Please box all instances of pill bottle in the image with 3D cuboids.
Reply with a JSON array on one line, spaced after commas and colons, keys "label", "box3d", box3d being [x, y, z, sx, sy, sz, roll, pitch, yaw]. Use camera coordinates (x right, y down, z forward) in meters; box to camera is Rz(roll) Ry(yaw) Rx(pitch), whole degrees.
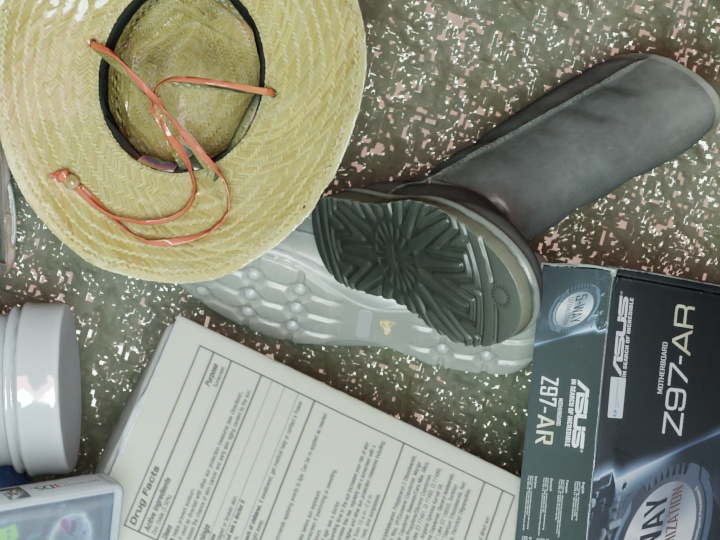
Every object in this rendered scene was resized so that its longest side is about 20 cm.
[{"label": "pill bottle", "box3d": [-0.239, 0.060, 1.321, 0.199, 0.109, 0.109, -2, 89, 2]}]

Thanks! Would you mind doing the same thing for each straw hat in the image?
[{"label": "straw hat", "box3d": [-0.087, -0.097, 1.369, 0.200, 0.085, 0.202, 0, 93, 7]}]

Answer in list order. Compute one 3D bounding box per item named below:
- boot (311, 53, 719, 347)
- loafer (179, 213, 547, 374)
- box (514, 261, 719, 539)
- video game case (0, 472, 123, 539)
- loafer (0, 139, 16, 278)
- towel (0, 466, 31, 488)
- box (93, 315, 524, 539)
[{"label": "boot", "box3d": [0.097, -0.040, 1.328, 0.199, 0.182, 0.073, -19, 116, -27]}, {"label": "loafer", "box3d": [0.000, 0.000, 1.398, 0.199, 0.070, 0.070, 14, 50, -3]}, {"label": "box", "box3d": [0.140, 0.102, 1.369, 0.043, 0.160, 0.201, 4, 86, 37]}, {"label": "video game case", "box3d": [-0.193, 0.196, 1.214, 0.181, 0.023, 0.201, -7, 112, -39]}, {"label": "loafer", "box3d": [-0.210, -0.089, 1.373, 0.072, 0.063, 0.201, -13, 77, 21]}, {"label": "towel", "box3d": [-0.169, 0.196, 1.372, 0.111, 0.049, 0.200, -34, 93, -8]}, {"label": "box", "box3d": [-0.037, 0.134, 1.342, 0.199, 0.109, 0.128, 26, 60, -6]}]
